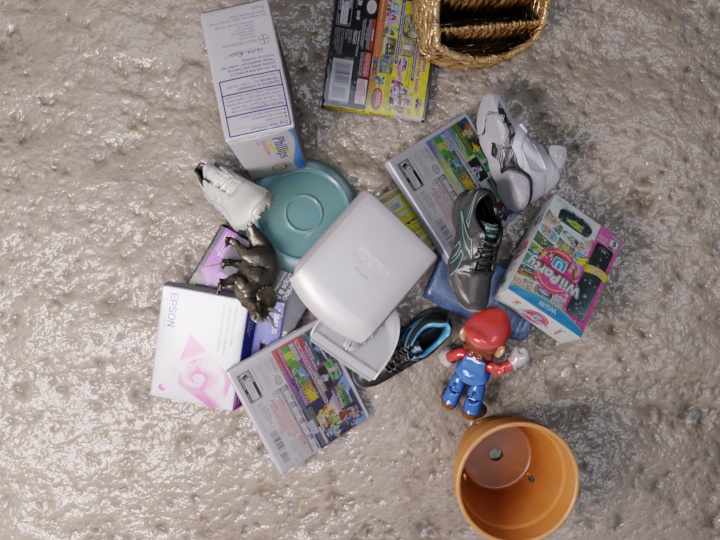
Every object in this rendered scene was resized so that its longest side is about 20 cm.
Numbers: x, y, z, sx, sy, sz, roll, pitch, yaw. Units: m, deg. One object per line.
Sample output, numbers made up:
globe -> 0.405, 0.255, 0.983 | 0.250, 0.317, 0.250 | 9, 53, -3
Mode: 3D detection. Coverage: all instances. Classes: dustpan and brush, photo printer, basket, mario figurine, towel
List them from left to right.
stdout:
photo printer -> 0.000, 0.000, 0.935 | 0.166, 0.069, 0.200 | 43, 79, -7
dustpan and brush -> 0.026, 0.073, 1.003 | 0.139, 0.057, 0.200 | 31, 51, 21
mario figurine -> 0.207, 0.150, 1.008 | 0.123, 0.106, 0.201 | 10, 115, -11
towel -> 0.215, 0.037, 1.032 | 0.199, 0.049, 0.112 | 25, 92, -5
basket -> 0.197, -0.404, 0.940 | 0.199, 0.149, 0.143 | -8, 94, -13

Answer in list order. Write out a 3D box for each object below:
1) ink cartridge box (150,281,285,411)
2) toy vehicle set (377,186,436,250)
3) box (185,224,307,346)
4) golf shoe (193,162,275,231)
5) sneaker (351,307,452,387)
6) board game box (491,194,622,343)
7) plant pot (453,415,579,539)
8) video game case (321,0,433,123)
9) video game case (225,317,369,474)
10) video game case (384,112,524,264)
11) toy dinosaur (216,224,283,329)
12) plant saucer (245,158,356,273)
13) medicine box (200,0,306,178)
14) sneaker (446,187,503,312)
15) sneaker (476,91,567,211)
ink cartridge box -> -0.240, 0.131, 0.993 | 0.199, 0.043, 0.197 | 10, 101, 1
toy vehicle set -> 0.074, -0.078, 1.007 | 0.200, 0.027, 0.125 | -32, 94, -13
box -> -0.186, 0.032, 1.018 | 0.200, 0.036, 0.143 | 30, 92, -6
golf shoe -> -0.207, -0.122, 0.922 | 0.078, 0.200, 0.097 | -52, 124, -12
sneaker -> 0.069, 0.133, 1.014 | 0.200, 0.082, 0.073 | -37, 97, 1
board game box -> 0.332, -0.002, 0.996 | 0.147, 0.064, 0.200 | 33, 71, -4
plant pot -> 0.247, 0.333, 1.006 | 0.199, 0.140, 0.201 | 0, 94, -2
video game case -> 0.035, -0.365, 1.010 | 0.180, 0.026, 0.201 | 8, 92, -3
video game case -> -0.102, 0.210, 1.006 | 0.182, 0.023, 0.201 | -29, 99, -19
video game case -> 0.162, -0.140, 1.003 | 0.182, 0.022, 0.200 | -35, 94, -21
toy dinosaur -> -0.173, 0.001, 0.952 | 0.102, 0.077, 0.201 | 10, 62, -15
plant saucer -> -0.096, -0.095, 1.002 | 0.199, 0.027, 0.201 | 1, 84, -10
medicine box -> -0.157, -0.268, 0.912 | 0.103, 0.182, 0.201 | -12, 82, -1
sneaker -> 0.184, -0.035, 0.942 | 0.075, 0.079, 0.201 | 0, 84, -21
sneaker -> 0.273, -0.208, 1.001 | 0.115, 0.075, 0.201 | -19, 94, -19
